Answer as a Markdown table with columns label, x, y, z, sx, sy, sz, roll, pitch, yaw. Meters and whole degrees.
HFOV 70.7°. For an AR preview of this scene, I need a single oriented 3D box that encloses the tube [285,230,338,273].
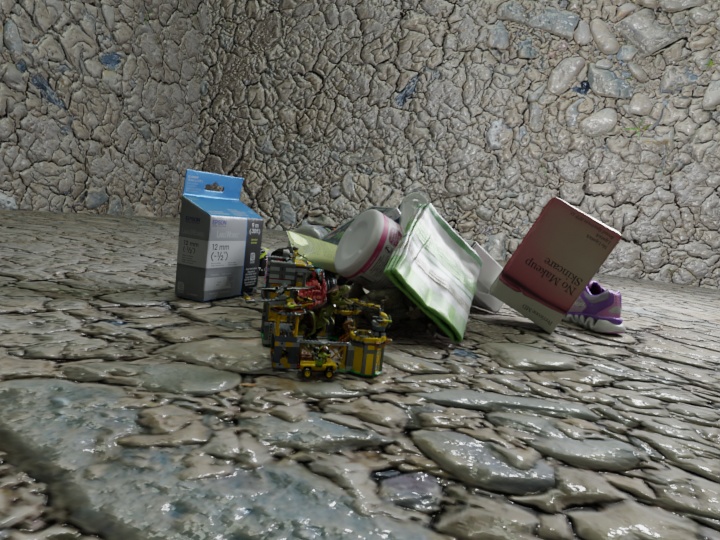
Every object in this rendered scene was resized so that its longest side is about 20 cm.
| label | x | y | z | sx | sy | sz | roll | pitch | yaw |
| --- | --- | --- | --- | --- | --- | --- | --- | --- | --- |
| tube | -0.041 | -0.020 | 0.908 | 0.200 | 0.052 | 0.058 | 18 | -9 | -37 |

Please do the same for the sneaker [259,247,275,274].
| label | x | y | z | sx | sy | sz | roll | pitch | yaw |
| --- | --- | --- | --- | --- | --- | --- | --- | --- | --- |
| sneaker | -0.244 | -0.021 | 1.149 | 0.076 | 0.076 | 0.200 | 2 | -8 | 37 |

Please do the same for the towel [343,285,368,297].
| label | x | y | z | sx | sy | sz | roll | pitch | yaw |
| --- | --- | --- | --- | --- | --- | --- | --- | --- | --- |
| towel | 0.069 | 0.052 | 0.944 | 0.200 | 0.035 | 0.132 | 1 | 7 | -36 |

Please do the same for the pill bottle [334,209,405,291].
| label | x | y | z | sx | sy | sz | roll | pitch | yaw |
| --- | --- | --- | --- | --- | --- | --- | --- | --- | --- |
| pill bottle | 0.068 | -0.001 | 0.808 | 0.200 | 0.114 | 0.113 | 30 | -4 | -25 |

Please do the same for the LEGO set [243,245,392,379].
| label | x | y | z | sx | sy | sz | roll | pitch | yaw |
| --- | --- | --- | --- | --- | --- | --- | --- | --- | --- |
| LEGO set | -0.046 | 0.035 | 0.577 | 0.153 | 0.116 | 0.200 | 6 | 7 | -6 |

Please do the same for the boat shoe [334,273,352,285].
| label | x | y | z | sx | sy | sz | roll | pitch | yaw |
| --- | --- | --- | --- | --- | --- | --- | --- | --- | --- |
| boat shoe | 0.000 | 0.000 | 1.021 | 0.071 | 0.063 | 0.200 | -36 | 5 | 42 |

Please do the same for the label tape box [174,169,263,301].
| label | x | y | z | sx | sy | sz | roll | pitch | yaw |
| --- | --- | --- | --- | --- | --- | --- | --- | --- | --- |
| label tape box | -0.228 | -0.058 | 0.846 | 0.066 | 0.201 | 0.143 | 12 | 8 | 23 |

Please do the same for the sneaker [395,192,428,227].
| label | x | y | z | sx | sy | sz | roll | pitch | yaw |
| --- | --- | --- | --- | --- | --- | --- | --- | --- | --- |
| sneaker | 0.092 | -0.048 | 1.040 | 0.080 | 0.201 | 0.146 | 11 | -15 | 1 |

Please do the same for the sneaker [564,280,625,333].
| label | x | y | z | sx | sy | sz | roll | pitch | yaw |
| --- | --- | --- | --- | --- | --- | --- | --- | --- | --- |
| sneaker | 0.433 | 0.061 | 0.993 | 0.080 | 0.089 | 0.200 | 3 | 6 | -21 |

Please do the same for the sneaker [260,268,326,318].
| label | x | y | z | sx | sy | sz | roll | pitch | yaw |
| --- | --- | --- | --- | --- | --- | --- | --- | --- | --- |
| sneaker | -0.103 | 0.041 | 0.759 | 0.095 | 0.080 | 0.200 | -7 | 0 | 2 |

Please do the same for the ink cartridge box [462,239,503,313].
| label | x | y | z | sx | sy | sz | roll | pitch | yaw |
| --- | --- | --- | --- | --- | --- | --- | --- | --- | --- |
| ink cartridge box | 0.197 | 0.000 | 1.056 | 0.146 | 0.085 | 0.200 | 38 | -7 | -27 |

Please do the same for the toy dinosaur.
| label | x | y | z | sx | sy | sz | roll | pitch | yaw |
| --- | --- | --- | --- | --- | --- | --- | --- | --- | --- |
| toy dinosaur | 0.055 | 0.053 | 0.729 | 0.199 | 0.077 | 0.102 | 1 | 20 | -9 |

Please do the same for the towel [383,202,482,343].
| label | x | y | z | sx | sy | sz | roll | pitch | yaw |
| --- | --- | --- | --- | --- | --- | --- | --- | --- | --- |
| towel | 0.117 | -0.006 | 0.742 | 0.149 | 0.031 | 0.200 | 42 | 36 | -10 |

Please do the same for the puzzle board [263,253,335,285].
| label | x | y | z | sx | sy | sz | roll | pitch | yaw |
| --- | --- | --- | --- | --- | --- | --- | --- | --- | --- |
| puzzle board | -0.099 | 0.002 | 1.073 | 0.199 | 0.017 | 0.151 | 6 | 26 | -10 |

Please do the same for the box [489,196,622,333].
| label | x | y | z | sx | sy | sz | roll | pitch | yaw |
| --- | --- | --- | --- | --- | --- | --- | --- | --- | --- |
| box | 0.335 | -0.011 | 0.894 | 0.128 | 0.200 | 0.109 | 33 | 12 | 11 |

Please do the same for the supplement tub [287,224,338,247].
| label | x | y | z | sx | sy | sz | roll | pitch | yaw |
| --- | --- | --- | --- | --- | --- | --- | --- | --- | --- |
| supplement tub | -0.086 | -0.055 | 1.326 | 0.122 | 0.123 | 0.200 | 10 | 8 | 31 |

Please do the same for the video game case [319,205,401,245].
| label | x | y | z | sx | sy | sz | roll | pitch | yaw |
| --- | --- | --- | --- | --- | --- | --- | --- | --- | --- |
| video game case | -0.023 | -0.077 | 1.042 | 0.182 | 0.023 | 0.200 | -34 | 14 | -7 |

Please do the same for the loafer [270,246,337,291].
| label | x | y | z | sx | sy | sz | roll | pitch | yaw |
| --- | --- | --- | --- | --- | --- | --- | --- | --- | --- |
| loafer | -0.125 | 0.003 | 0.942 | 0.072 | 0.073 | 0.200 | -6 | 19 | -37 |
